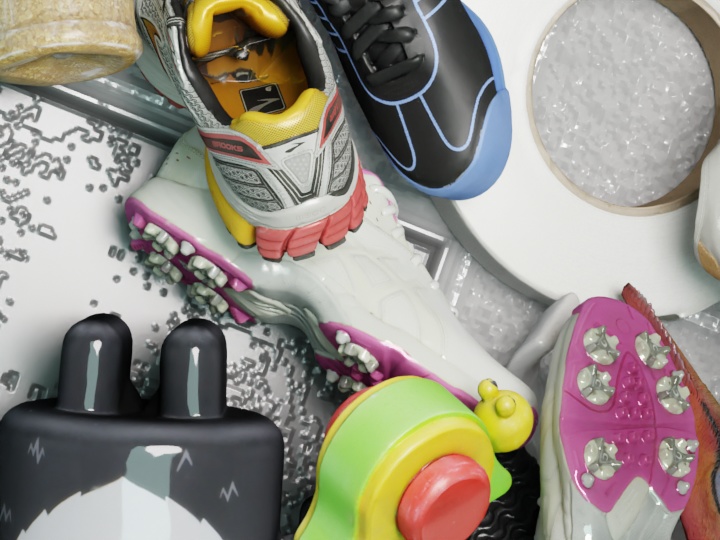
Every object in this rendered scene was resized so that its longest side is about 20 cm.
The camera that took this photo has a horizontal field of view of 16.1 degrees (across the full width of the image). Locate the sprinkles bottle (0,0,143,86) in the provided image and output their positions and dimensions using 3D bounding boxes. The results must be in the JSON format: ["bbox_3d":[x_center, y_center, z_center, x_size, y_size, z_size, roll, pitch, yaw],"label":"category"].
[{"bbox_3d":[-0.134,-0.181,1.063,0.068,0.068,0.202,-5,81,-13],"label":"sprinkles bottle"}]

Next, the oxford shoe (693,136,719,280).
[{"bbox_3d":[0.192,-0.077,1.125,0.075,0.058,0.201,35,67,-38],"label":"oxford shoe"}]

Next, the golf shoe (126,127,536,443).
[{"bbox_3d":[0.000,0.000,1.095,0.199,0.075,0.092,34,70,-2],"label":"golf shoe"}]

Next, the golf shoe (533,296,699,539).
[{"bbox_3d":[0.093,0.111,1.053,0.075,0.091,0.202,15,61,-31],"label":"golf shoe"}]

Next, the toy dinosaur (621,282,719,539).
[{"bbox_3d":[0.158,0.132,1.086,0.199,0.105,0.182,25,55,16],"label":"toy dinosaur"}]

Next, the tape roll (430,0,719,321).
[{"bbox_3d":[0.121,-0.078,1.158,0.201,0.037,0.205,0,90,-14],"label":"tape roll"}]

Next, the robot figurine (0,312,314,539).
[{"bbox_3d":[-0.094,0.120,1.060,0.124,0.149,0.202,1,93,-51],"label":"robot figurine"}]

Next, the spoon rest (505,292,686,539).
[{"bbox_3d":[0.132,0.104,1.148,0.200,0.060,0.099,51,44,-9],"label":"spoon rest"}]

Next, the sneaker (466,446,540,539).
[{"bbox_3d":[0.077,0.153,1.134,0.070,0.090,0.200,-36,72,-18],"label":"sneaker"}]

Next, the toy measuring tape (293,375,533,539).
[{"bbox_3d":[-0.012,0.095,1.002,0.199,0.073,0.074,-30,97,-22],"label":"toy measuring tape"}]

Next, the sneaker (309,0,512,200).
[{"bbox_3d":[0.001,-0.124,1.088,0.070,0.078,0.201,-25,80,27],"label":"sneaker"}]

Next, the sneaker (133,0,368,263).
[{"bbox_3d":[-0.050,-0.100,1.056,0.077,0.082,0.201,-22,51,-11],"label":"sneaker"}]
